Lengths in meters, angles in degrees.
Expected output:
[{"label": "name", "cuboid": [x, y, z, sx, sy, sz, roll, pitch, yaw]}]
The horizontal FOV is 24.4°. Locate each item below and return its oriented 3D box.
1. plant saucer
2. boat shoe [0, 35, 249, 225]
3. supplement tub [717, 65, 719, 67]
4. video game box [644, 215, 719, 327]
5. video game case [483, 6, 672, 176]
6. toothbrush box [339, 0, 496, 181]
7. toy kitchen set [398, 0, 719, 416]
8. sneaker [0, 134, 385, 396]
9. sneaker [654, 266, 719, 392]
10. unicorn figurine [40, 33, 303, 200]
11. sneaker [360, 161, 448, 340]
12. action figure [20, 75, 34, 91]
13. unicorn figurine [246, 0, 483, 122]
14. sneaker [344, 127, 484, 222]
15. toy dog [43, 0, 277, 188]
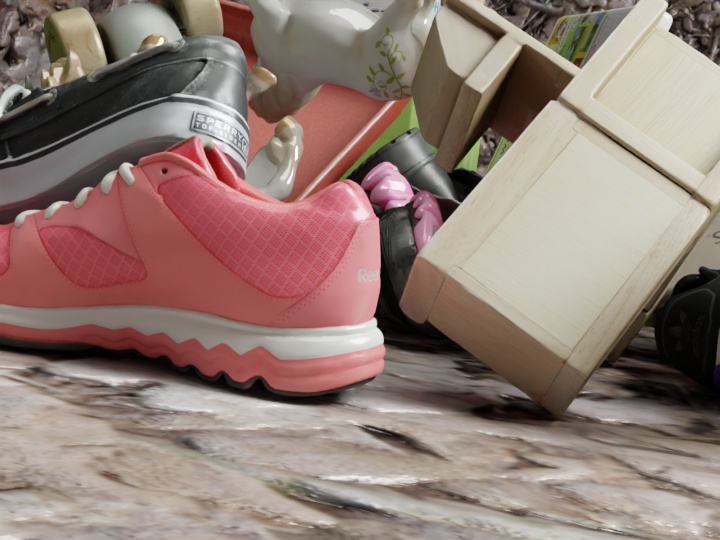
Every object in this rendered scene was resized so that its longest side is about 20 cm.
[{"label": "plant saucer", "cuboid": [-0.084, -0.079, 1.036, 0.199, 0.200, 0.037, 21, -32, 37]}, {"label": "boat shoe", "cuboid": [-0.130, -0.047, 0.701, 0.199, 0.068, 0.074, -22, -38, 35]}, {"label": "supplement tub", "cuboid": [0.185, -0.052, 1.125, 0.144, 0.145, 0.200, 7, -8, -15]}, {"label": "video game box", "cuboid": [0.251, -0.008, 0.916, 0.200, 0.047, 0.182, -19, -17, 37]}, {"label": "video game case", "cuboid": [0.117, -0.071, 1.052, 0.023, 0.200, 0.182, 25, 2, -11]}, {"label": "toothbrush box", "cuboid": [0.025, -0.097, 1.182, 0.086, 0.201, 0.146, 11, 6, 23]}, {"label": "toy kitchen set", "cuboid": [0.055, -0.019, 0.753, 0.163, 0.181, 0.200, 36, -29, 10]}, {"label": "sneaker", "cuboid": [-0.082, -0.012, 0.635, 0.199, 0.087, 0.074, 9, 7, 13]}, {"label": "sneaker", "cuboid": [0.204, 0.025, 0.826, 0.099, 0.070, 0.200, 8, 4, 30]}, {"label": "unicorn figurine", "cuboid": [-0.091, -0.041, 0.782, 0.200, 0.138, 0.074, 9, -33, 41]}, {"label": "sneaker", "cuboid": [0.000, 0.000, 0.870, 0.095, 0.079, 0.200, -19, 12, -5]}, {"label": "action figure", "cuboid": [-0.216, -0.058, 0.905, 0.118, 0.102, 0.200, -3, 6, 0]}, {"label": "unicorn figurine", "cuboid": [-0.017, -0.135, 0.905, 0.074, 0.138, 0.200, -24, 35, -33]}, {"label": "sneaker", "cuboid": [0.025, -0.015, 1.014, 0.060, 0.104, 0.200, -37, -2, -37]}, {"label": "toy dog", "cuboid": [-0.103, -0.065, 0.898, 0.131, 0.201, 0.096, -1, -22, -7]}]
